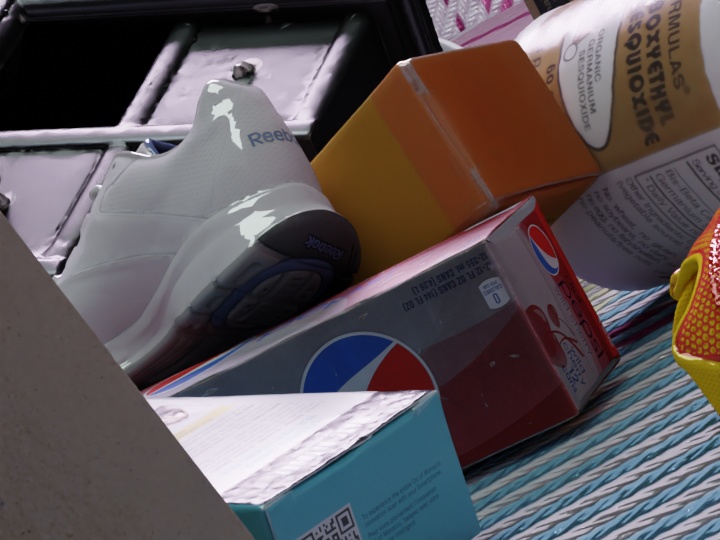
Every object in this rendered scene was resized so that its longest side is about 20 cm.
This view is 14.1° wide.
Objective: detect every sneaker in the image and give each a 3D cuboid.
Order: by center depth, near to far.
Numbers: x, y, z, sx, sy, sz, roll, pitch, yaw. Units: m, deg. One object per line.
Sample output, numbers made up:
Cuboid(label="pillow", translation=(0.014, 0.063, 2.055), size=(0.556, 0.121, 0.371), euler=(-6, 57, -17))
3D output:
Cuboid(label="sneaker", translation=(0.126, -0.008, 0.876), size=(0.077, 0.073, 0.200), euler=(-37, 0, 19))
Cuboid(label="sneaker", translation=(-0.076, 0.004, 1.084), size=(0.074, 0.087, 0.200), euler=(5, -33, -44))

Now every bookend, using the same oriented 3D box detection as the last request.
Cuboid(label="bookend", translation=(-0.086, -0.029, 1.203), size=(0.198, 0.092, 0.200), euler=(0, 42, 25))

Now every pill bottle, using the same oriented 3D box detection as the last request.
Cuboid(label="pill bottle", translation=(0.150, -0.069, 1.047), size=(0.114, 0.115, 0.200), euler=(-34, 8, -40))

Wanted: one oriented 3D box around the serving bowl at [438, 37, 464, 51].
Cuboid(label="serving bowl", translation=(-0.012, -0.013, 1.288), size=(0.200, 0.066, 0.200), euler=(-15, 46, 16))

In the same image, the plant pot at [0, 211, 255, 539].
Cuboid(label="plant pot", translation=(-0.170, 0.103, 0.790), size=(0.200, 0.200, 0.177), euler=(-22, 20, 47))

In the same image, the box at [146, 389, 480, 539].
Cuboid(label="box", translation=(-0.065, 0.077, 0.915), size=(0.200, 0.049, 0.082), euler=(-4, 20, 45))

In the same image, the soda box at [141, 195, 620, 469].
Cuboid(label="soda box", translation=(-0.015, 0.051, 1.009), size=(0.200, 0.070, 0.063), euler=(-26, 6, 24))

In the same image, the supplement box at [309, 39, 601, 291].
Cuboid(label="supplement box", translation=(0.000, 0.000, 1.091), size=(0.069, 0.067, 0.200), euler=(-15, -23, -46))

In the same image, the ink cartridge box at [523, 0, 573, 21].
Cuboid(label="ink cartridge box", translation=(0.167, -0.133, 1.273), size=(0.200, 0.165, 0.075), euler=(-33, 8, -38))
